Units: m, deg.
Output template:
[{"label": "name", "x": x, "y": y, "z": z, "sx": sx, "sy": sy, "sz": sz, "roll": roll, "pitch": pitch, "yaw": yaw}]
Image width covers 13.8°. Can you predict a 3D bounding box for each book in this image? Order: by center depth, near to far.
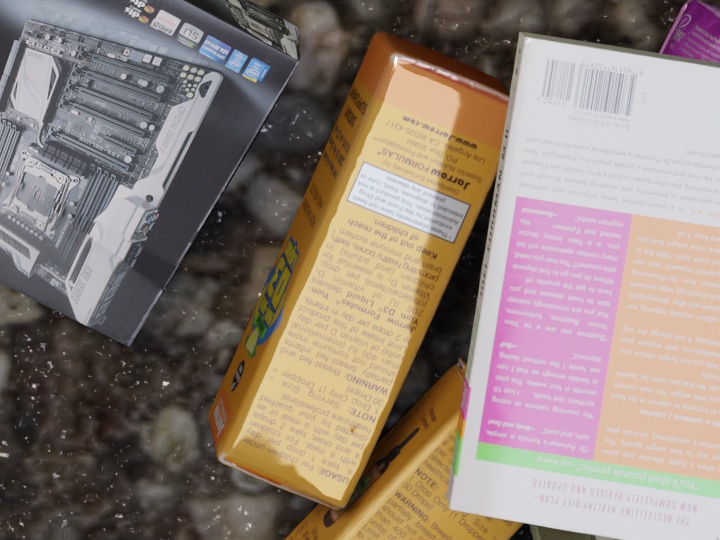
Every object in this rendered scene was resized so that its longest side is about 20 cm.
[{"label": "book", "x": 0.116, "y": 0.010, "z": 1.234, "sx": 0.133, "sy": 0.048, "sz": 0.200, "roll": 9, "pitch": 99, "yaw": -3}]

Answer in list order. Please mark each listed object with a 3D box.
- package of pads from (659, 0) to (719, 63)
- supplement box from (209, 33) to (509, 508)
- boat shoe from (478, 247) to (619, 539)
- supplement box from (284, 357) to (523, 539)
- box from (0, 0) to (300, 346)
[{"label": "package of pads", "x": 0.227, "y": -0.045, "z": 1.321, "sx": 0.200, "sy": 0.121, "sz": 0.076, "roll": 24, "pitch": 100, "yaw": -13}, {"label": "supplement box", "x": 0.000, "y": 0.000, "z": 1.324, "sx": 0.069, "sy": 0.067, "sz": 0.200, "roll": 20, "pitch": 100, "yaw": -11}, {"label": "boat shoe", "x": 0.106, "y": 0.061, "z": 1.311, "sx": 0.068, "sy": 0.075, "sz": 0.200, "roll": -18, "pitch": 103, "yaw": -31}, {"label": "supplement box", "x": 0.004, "y": 0.138, "z": 1.367, "sx": 0.069, "sy": 0.067, "sz": 0.200, "roll": 40, "pitch": 97, "yaw": -14}, {"label": "box", "x": -0.150, "y": -0.080, "z": 1.288, "sx": 0.200, "sy": 0.050, "sz": 0.158, "roll": 28, "pitch": 111, "yaw": -13}]
